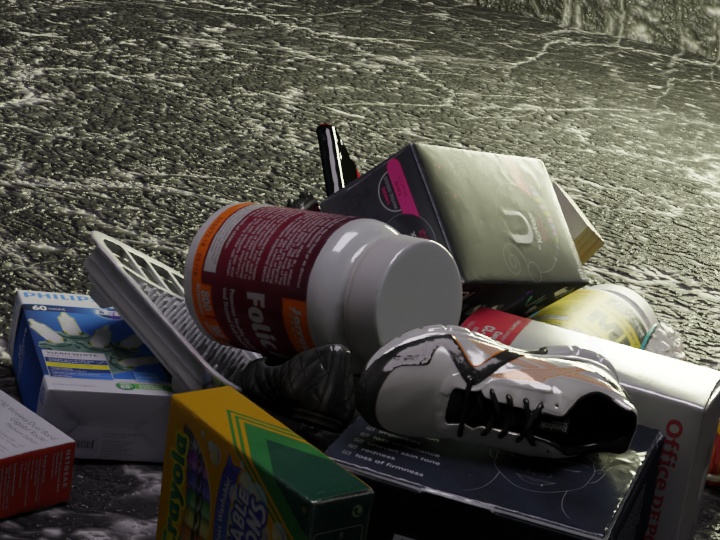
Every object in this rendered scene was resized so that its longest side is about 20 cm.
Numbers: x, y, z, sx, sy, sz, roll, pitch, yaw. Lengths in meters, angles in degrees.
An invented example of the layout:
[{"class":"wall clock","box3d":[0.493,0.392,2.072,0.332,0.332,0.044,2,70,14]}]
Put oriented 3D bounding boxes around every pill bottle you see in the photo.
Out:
[{"class":"pill bottle","box3d":[-0.028,0.014,1.327,0.199,0.116,0.114,9,14,43]},{"class":"pill bottle","box3d":[0.187,0.081,1.531,0.113,0.116,0.200,16,20,21]}]

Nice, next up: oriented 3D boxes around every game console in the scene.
[{"class":"game console","box3d":[0.000,0.000,1.510,0.031,0.177,0.202,-16,59,9]}]

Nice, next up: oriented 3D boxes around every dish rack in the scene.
[{"class":"dish rack","box3d":[-0.135,0.060,1.422,0.200,0.044,0.171,44,6,31]}]

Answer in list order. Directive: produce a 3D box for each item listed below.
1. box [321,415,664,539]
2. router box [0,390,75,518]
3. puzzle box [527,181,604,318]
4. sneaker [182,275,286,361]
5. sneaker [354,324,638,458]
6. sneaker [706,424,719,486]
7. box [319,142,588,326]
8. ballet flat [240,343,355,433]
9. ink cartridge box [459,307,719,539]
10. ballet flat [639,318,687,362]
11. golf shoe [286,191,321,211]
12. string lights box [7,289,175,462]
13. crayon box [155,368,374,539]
[{"class":"box","box3d":[0.085,0.170,1.213,0.198,0.125,0.197,14,21,17]},{"class":"router box","box3d":[-0.334,0.122,1.276,0.178,0.049,0.199,-11,27,-44]},{"class":"puzzle box","box3d":[0.127,0.016,1.602,0.025,0.200,0.133,41,10,-19]},{"class":"sneaker","box3d":[-0.105,0.046,1.567,0.199,0.072,0.098,-2,19,-33]},{"class":"sneaker","box3d":[0.094,0.084,1.168,0.198,0.075,0.080,1,21,-19]},{"class":"sneaker","box3d":[0.295,0.115,1.543,0.072,0.078,0.200,6,18,-9]},{"class":"box","box3d":[0.079,-0.022,1.445,0.106,0.123,0.199,-30,-17,32]},{"class":"ballet flat","box3d":[-0.039,0.079,1.268,0.066,0.057,0.200,21,-6,-16]},{"class":"ink cartridge box","box3d":[0.158,0.128,1.330,0.198,0.149,0.086,15,20,20]},{"class":"ballet flat","box3d":[0.239,0.123,1.448,0.071,0.072,0.201,16,46,20]},{"class":"golf shoe","box3d":[-0.040,-0.010,1.592,0.077,0.089,0.200,-29,-9,10]},{"class":"string lights box","box3d":[-0.219,0.082,1.425,0.102,0.060,0.200,5,20,-20]},{"class":"crayon box","box3d":[-0.076,0.161,1.162,0.051,0.127,0.199,-6,23,-36]}]
